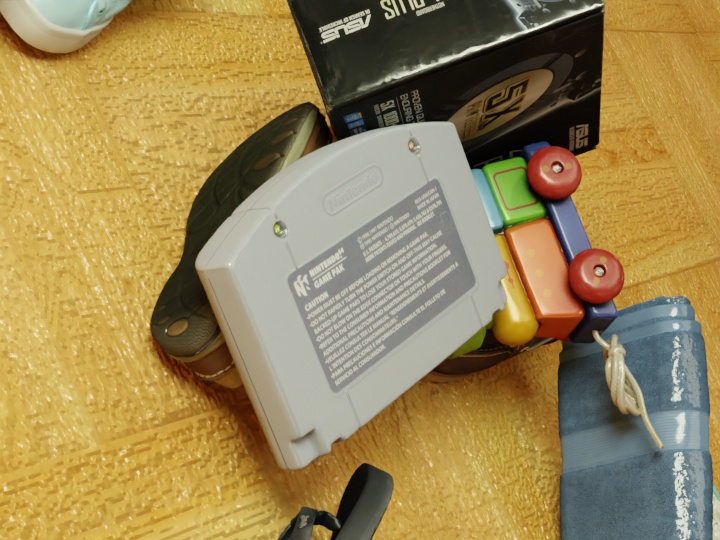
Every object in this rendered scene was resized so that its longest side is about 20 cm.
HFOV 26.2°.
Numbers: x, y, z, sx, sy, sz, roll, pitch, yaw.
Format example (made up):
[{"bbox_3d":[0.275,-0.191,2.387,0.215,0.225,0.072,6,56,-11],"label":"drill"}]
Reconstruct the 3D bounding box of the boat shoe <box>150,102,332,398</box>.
[{"bbox_3d":[-0.054,-0.010,0.865,0.074,0.076,0.200,47,42,-26],"label":"boat shoe"}]

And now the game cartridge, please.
[{"bbox_3d":[0.000,0.000,0.824,0.200,0.041,0.133,-34,113,-44],"label":"game cartridge"}]

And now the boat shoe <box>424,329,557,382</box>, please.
[{"bbox_3d":[0.095,0.023,1.031,0.200,0.070,0.071,-14,78,-55],"label":"boat shoe"}]

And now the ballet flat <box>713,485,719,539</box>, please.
[{"bbox_3d":[0.254,0.227,1.091,0.200,0.072,0.072,55,32,-1],"label":"ballet flat"}]

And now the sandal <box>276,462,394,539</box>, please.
[{"bbox_3d":[-0.031,0.155,0.753,0.043,0.076,0.200,28,33,4],"label":"sandal"}]

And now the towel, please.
[{"bbox_3d":[0.177,0.122,0.984,0.048,0.112,0.201,17,65,-36],"label":"towel"}]

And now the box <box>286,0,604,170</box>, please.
[{"bbox_3d":[0.056,-0.120,0.939,0.200,0.163,0.086,70,0,-70],"label":"box"}]

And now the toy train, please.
[{"bbox_3d":[0.098,0.029,0.940,0.115,0.085,0.201,-15,71,-14],"label":"toy train"}]

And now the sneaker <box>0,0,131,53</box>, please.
[{"bbox_3d":[-0.137,-0.191,0.889,0.074,0.082,0.200,50,33,-10],"label":"sneaker"}]
